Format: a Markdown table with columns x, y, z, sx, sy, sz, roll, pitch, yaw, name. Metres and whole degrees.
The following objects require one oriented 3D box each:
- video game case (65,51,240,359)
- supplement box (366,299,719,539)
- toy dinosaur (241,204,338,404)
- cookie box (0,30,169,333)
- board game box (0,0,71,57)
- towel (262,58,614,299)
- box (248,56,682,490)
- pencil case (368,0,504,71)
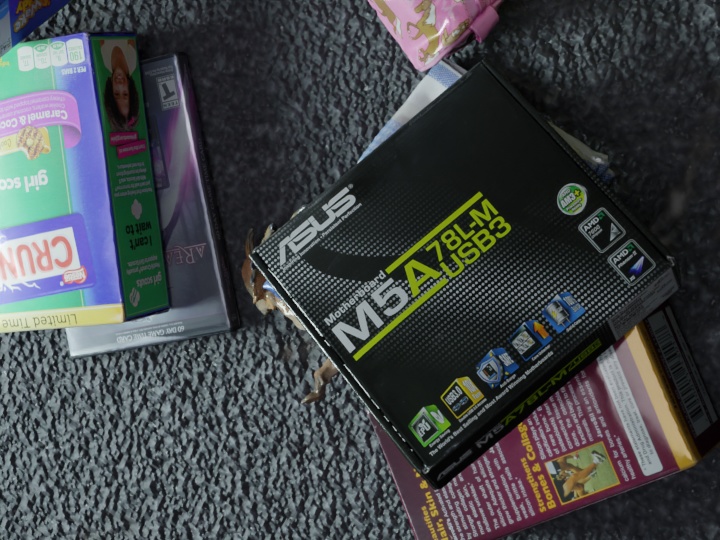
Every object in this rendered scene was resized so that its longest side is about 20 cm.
| x | y | z | sx | sy | sz | roll | pitch | yaw | name |
| --- | --- | --- | --- | --- | --- | --- | --- | --- | --- |
| -0.169 | -0.045 | 1.374 | 0.142 | 0.019 | 0.202 | -10 | 92 | 26 | video game case |
| 0.119 | 0.099 | 1.220 | 0.199 | 0.085 | 0.111 | -24 | 86 | 25 | supplement box |
| 0.000 | 0.000 | 1.268 | 0.199 | 0.086 | 0.137 | -29 | 78 | 20 | toy dinosaur |
| -0.233 | -0.059 | 1.350 | 0.169 | 0.075 | 0.202 | -5 | 95 | 25 | cookie box |
| -0.293 | -0.239 | 1.339 | 0.199 | 0.135 | 0.045 | 28 | 140 | 19 | board game box |
| 0.049 | -0.029 | 1.217 | 0.146 | 0.024 | 0.201 | 35 | 80 | 21 | towel |
| 0.062 | -0.001 | 1.162 | 0.199 | 0.048 | 0.194 | -39 | 64 | -1 | box |
| 0.012 | -0.223 | 1.211 | 0.083 | 0.087 | 0.201 | -37 | 95 | 19 | pencil case |
